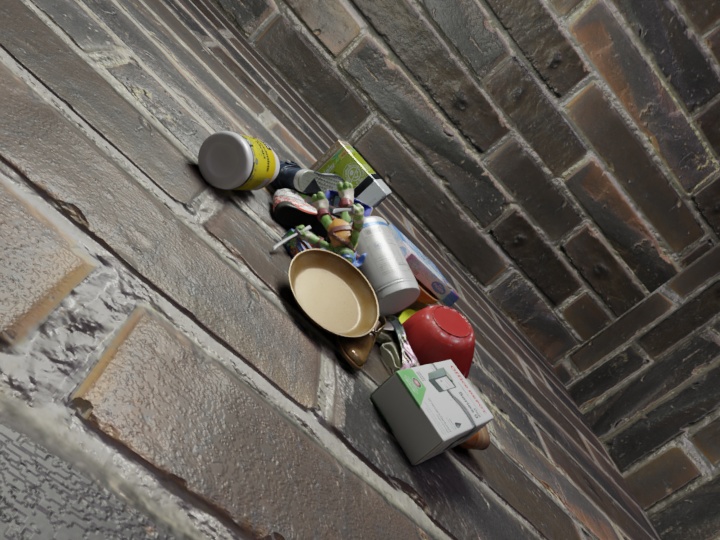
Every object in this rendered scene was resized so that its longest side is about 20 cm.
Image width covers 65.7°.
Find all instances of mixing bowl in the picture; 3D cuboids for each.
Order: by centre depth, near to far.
[{"bbox_3d":[0.185,0.152,1.273,0.200,0.109,0.200,19,34,-13],"label":"mixing bowl"}]

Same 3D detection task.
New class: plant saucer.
[{"bbox_3d":[-0.056,0.048,1.053,0.200,0.035,0.201,26,40,-24],"label":"plant saucer"},{"bbox_3d":[0.123,0.017,1.446,0.200,0.037,0.200,44,11,-10],"label":"plant saucer"}]

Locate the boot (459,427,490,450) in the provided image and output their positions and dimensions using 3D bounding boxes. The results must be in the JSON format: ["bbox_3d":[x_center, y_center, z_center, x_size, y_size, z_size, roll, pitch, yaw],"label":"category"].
[{"bbox_3d":[0.191,0.293,1.210,0.155,0.074,0.200,29,18,-38],"label":"boot"}]

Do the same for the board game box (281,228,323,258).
[{"bbox_3d":[-0.081,-0.011,1.250,0.136,0.034,0.200,57,16,25],"label":"board game box"}]

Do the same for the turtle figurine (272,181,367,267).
[{"bbox_3d":[-0.064,-0.115,1.166,0.200,0.144,0.194,21,38,-27],"label":"turtle figurine"}]

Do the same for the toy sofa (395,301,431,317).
[{"bbox_3d":[0.172,0.141,1.517,0.200,0.083,0.098,48,10,-2],"label":"toy sofa"}]

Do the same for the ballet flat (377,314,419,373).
[{"bbox_3d":[0.069,0.162,1.211,0.071,0.069,0.200,16,31,-30],"label":"ballet flat"}]

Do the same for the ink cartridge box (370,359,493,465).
[{"bbox_3d":[0.135,0.252,1.030,0.200,0.084,0.146,1,47,-53],"label":"ink cartridge box"}]

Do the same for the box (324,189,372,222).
[{"bbox_3d":[-0.042,-0.137,1.374,0.119,0.042,0.200,22,-13,-3],"label":"box"}]

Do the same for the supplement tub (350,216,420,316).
[{"bbox_3d":[0.037,-0.009,1.261,0.132,0.132,0.200,24,38,-59],"label":"supplement tub"}]

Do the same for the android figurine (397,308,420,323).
[{"bbox_3d":[0.157,0.168,1.381,0.199,0.041,0.182,22,40,-18],"label":"android figurine"}]

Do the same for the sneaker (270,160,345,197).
[{"bbox_3d":[-0.136,-0.223,1.420,0.146,0.077,0.202,17,2,37],"label":"sneaker"}]

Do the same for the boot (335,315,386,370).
[{"bbox_3d":[0.005,0.125,1.078,0.074,0.075,0.200,49,15,-7],"label":"boot"}]

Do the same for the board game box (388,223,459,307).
[{"bbox_3d":[0.156,-0.017,1.482,0.199,0.043,0.200,40,12,-27],"label":"board game box"}]

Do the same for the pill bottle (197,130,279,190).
[{"bbox_3d":[-0.243,-0.224,1.164,0.113,0.112,0.200,49,14,2],"label":"pill bottle"}]

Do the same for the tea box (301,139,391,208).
[{"bbox_3d":[-0.054,-0.219,1.540,0.197,0.200,0.134,47,14,0],"label":"tea box"}]

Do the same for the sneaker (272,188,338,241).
[{"bbox_3d":[-0.117,-0.132,1.329,0.201,0.067,0.108,20,25,-27],"label":"sneaker"}]
